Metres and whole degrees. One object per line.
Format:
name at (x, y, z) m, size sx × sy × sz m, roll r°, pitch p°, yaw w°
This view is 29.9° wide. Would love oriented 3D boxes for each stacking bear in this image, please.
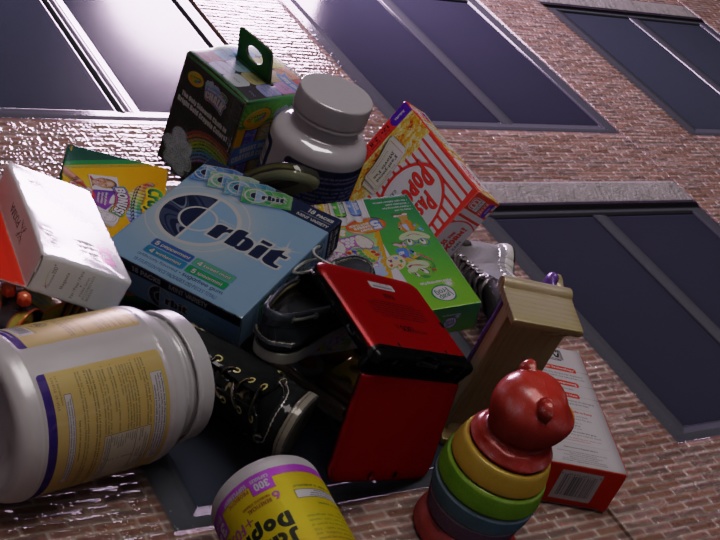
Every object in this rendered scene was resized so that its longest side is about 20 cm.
stacking bear at (0.135, 0.178, 1.271) m, size 0.113 × 0.200 × 0.122 m, roll 13°, pitch 33°, yaw -16°

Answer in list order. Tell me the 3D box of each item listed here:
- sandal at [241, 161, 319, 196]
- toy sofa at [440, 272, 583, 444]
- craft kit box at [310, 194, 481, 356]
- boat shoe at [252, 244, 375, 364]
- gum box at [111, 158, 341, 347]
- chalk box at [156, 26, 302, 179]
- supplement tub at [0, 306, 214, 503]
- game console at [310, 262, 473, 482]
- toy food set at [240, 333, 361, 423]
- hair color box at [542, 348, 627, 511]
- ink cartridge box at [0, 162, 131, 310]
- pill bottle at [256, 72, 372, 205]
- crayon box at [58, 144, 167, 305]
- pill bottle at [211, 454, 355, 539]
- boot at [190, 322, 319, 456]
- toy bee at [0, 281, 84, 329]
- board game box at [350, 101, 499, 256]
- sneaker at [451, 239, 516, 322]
sandal at (-0.127, -0.076, 1.528) m, size 0.080 × 0.201 × 0.057 m, roll 8°, pitch 76°, yaw -40°
toy sofa at (0.146, 0.091, 1.413) m, size 0.083 × 0.200 × 0.098 m, roll 10°, pitch 40°, yaw -19°
craft kit box at (0.000, 0.000, 1.476) m, size 0.200 × 0.049 × 0.198 m, roll -9°, pitch 46°, yaw -24°
boat shoe at (-0.041, 0.023, 1.347) m, size 0.075 × 0.062 × 0.200 m, roll 27°, pitch 35°, yaw 24°
gum box at (-0.142, -0.024, 1.399) m, size 0.170 × 0.045 × 0.200 m, roll 25°, pitch 42°, yaw 16°
chalk box at (-0.145, -0.198, 1.655) m, size 0.124 × 0.200 × 0.125 m, roll -15°, pitch 48°, yaw -45°
supplement tub at (-0.243, 0.110, 1.179) m, size 0.200 × 0.146 × 0.145 m, roll -11°, pitch 45°, yaw -43°
game console at (0.012, 0.100, 1.306) m, size 0.172 × 0.119 × 0.200 m, roll 55°, pitch 19°, yaw 24°
toy food set at (-0.021, 0.082, 1.442) m, size 0.200 × 0.061 × 0.143 m, roll 33°, pitch 32°, yaw 22°
hair color box at (0.210, 0.165, 1.474) m, size 0.101 × 0.061 × 0.200 m, roll 13°, pitch 34°, yaw -17°
ink cartridge box at (-0.324, -0.045, 1.286) m, size 0.173 × 0.044 × 0.200 m, roll 21°, pitch 19°, yaw -33°
pill bottle at (-0.060, -0.126, 1.601) m, size 0.119 × 0.200 × 0.120 m, roll 17°, pitch 32°, yaw -11°
crayon box at (-0.279, -0.053, 1.484) m, size 0.119 × 0.058 × 0.200 m, roll 13°, pitch 33°, yaw -15°
pill bottle at (-0.045, 0.257, 1.127) m, size 0.104 × 0.104 × 0.200 m, roll 0°, pitch 38°, yaw -33°
boot at (-0.121, 0.109, 1.255) m, size 0.154 × 0.074 × 0.204 m, roll 30°, pitch -2°, yaw -3°
toy bee at (-0.311, 0.052, 1.260) m, size 0.131 × 0.109 × 0.200 m, roll 20°, pitch 31°, yaw -10°
board game box at (0.064, -0.093, 1.678) m, size 0.046 × 0.152 × 0.200 m, roll 26°, pitch 21°, yaw -45°
sneaker at (0.131, 0.015, 1.651) m, size 0.115 × 0.075 × 0.200 m, roll 15°, pitch 22°, yaw -4°
